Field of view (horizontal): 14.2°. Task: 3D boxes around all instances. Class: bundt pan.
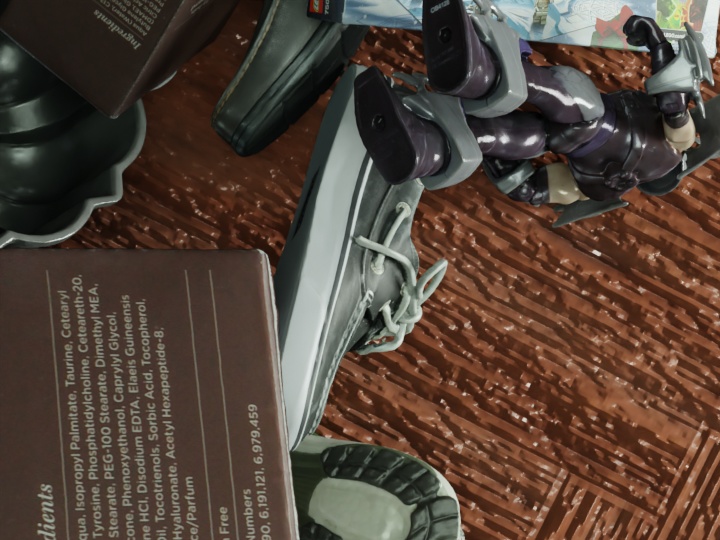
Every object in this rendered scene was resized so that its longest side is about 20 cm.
[{"bbox_3d":[-0.199,-0.081,1.275,0.201,0.076,0.203,19,53,-28],"label":"bundt pan"}]

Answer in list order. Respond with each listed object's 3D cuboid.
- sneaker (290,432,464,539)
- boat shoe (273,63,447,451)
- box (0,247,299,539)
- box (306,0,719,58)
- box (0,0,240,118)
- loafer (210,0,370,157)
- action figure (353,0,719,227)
[{"bbox_3d":[-0.037,0.100,1.334,0.199,0.089,0.077,24,85,21],"label":"sneaker"},{"bbox_3d":[-0.001,0.001,1.304,0.068,0.074,0.200,22,53,-9],"label":"boat shoe"},{"bbox_3d":[-0.140,0.095,1.182,0.199,0.166,0.165,1,66,-16],"label":"box"},{"bbox_3d":[0.077,-0.172,1.301,0.199,0.040,0.138,3,98,-29],"label":"box"},{"bbox_3d":[-0.067,-0.170,1.229,0.075,0.100,0.200,37,126,5],"label":"box"},{"bbox_3d":[-0.019,-0.147,1.330,0.072,0.073,0.200,31,81,5],"label":"loafer"},{"bbox_3d":[0.089,-0.070,1.292,0.130,0.200,0.070,-39,59,31],"label":"action figure"}]
